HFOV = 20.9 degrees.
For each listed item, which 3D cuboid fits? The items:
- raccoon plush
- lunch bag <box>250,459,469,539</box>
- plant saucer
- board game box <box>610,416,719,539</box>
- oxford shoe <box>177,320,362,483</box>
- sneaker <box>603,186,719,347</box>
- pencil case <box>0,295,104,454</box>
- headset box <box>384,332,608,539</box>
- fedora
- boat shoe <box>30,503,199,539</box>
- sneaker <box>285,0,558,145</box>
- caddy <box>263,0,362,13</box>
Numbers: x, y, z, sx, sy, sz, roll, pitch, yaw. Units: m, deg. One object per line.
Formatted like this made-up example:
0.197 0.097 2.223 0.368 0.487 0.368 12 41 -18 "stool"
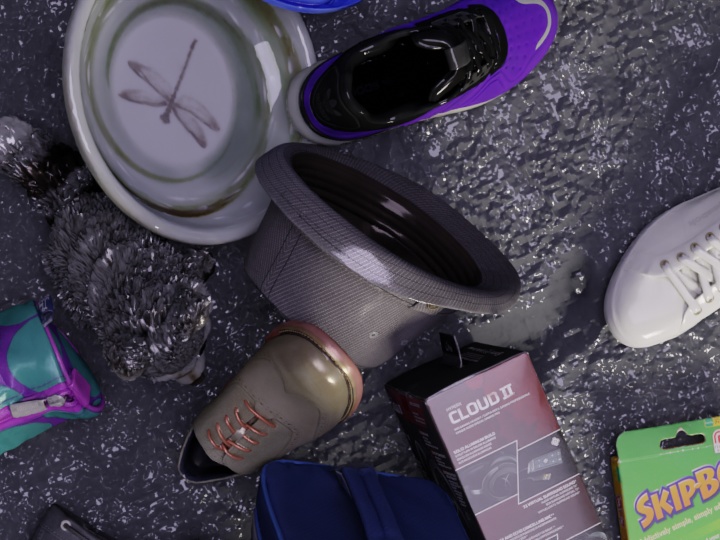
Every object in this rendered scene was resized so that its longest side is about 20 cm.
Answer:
-0.170 -0.004 1.216 0.199 0.134 0.097 35 94 -9 "raccoon plush"
0.000 0.196 1.175 0.134 0.200 0.134 8 114 -18 "lunch bag"
-0.114 -0.115 1.248 0.199 0.050 0.203 4 83 -41 "plant saucer"
0.229 0.203 1.339 0.094 0.030 0.202 -8 94 -9 "board game box"
-0.058 0.091 1.201 0.071 0.200 0.074 45 61 1 "oxford shoe"
0.248 -0.023 1.312 0.200 0.085 0.073 -40 98 -5 "sneaker"
-0.266 0.095 1.230 0.199 0.092 0.086 -28 119 -6 "pencil case"
0.090 0.135 1.256 0.077 0.149 0.202 -23 93 -9 "headset box"
0.000 0.000 1.236 0.177 0.199 0.091 42 108 25 "fedora"
-0.122 0.204 1.269 0.198 0.070 0.067 20 89 -1 "boat shoe"
0.056 -0.134 1.263 0.199 0.099 0.070 -26 94 -20 "sneaker"
-0.057 -0.257 1.243 0.200 0.105 0.141 46 55 2 "caddy"
